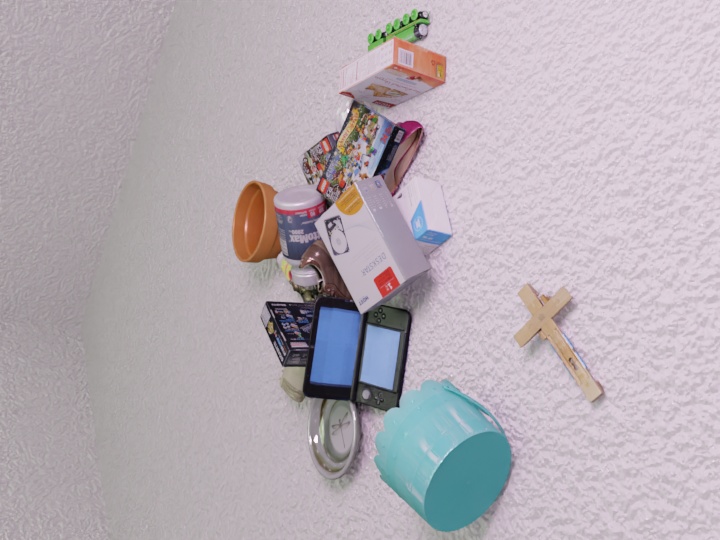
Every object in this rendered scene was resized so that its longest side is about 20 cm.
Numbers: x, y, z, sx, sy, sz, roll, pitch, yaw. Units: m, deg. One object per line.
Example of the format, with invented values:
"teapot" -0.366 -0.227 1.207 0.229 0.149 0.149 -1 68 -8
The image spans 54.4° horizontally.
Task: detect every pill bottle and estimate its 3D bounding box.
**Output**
"pill bottle" -0.123 -0.076 1.570 0.119 0.117 0.205 33 137 54

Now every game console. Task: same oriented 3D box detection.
"game console" -0.006 0.165 1.380 0.168 0.117 0.206 9 91 39

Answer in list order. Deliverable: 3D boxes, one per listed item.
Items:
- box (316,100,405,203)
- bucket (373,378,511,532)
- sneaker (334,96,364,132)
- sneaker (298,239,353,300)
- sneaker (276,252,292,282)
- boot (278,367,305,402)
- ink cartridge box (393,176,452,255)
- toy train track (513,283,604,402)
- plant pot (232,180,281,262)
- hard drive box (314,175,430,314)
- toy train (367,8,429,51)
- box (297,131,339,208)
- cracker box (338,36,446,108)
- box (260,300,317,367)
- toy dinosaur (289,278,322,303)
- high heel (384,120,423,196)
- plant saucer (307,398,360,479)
"box" -0.003 -0.222 1.424 0.136 0.037 0.204 38 111 38
"bucket" 0.133 0.295 1.110 0.134 0.203 0.212 36 113 50
"sneaker" -0.007 -0.291 1.562 0.098 0.076 0.206 19 109 49
"sneaker" -0.051 0.035 1.454 0.075 0.201 0.070 -44 12 -19
"sneaker" -0.133 -0.039 1.701 0.201 0.076 0.092 -51 52 46
"boot" -0.159 0.199 1.686 0.201 0.070 0.158 54 133 53
"ink cartridge box" 0.084 -0.076 1.372 0.199 0.065 0.119 -40 53 45
"toy train track" 0.300 0.105 1.043 0.115 0.032 0.203 -50 50 29
"plant pot" -0.227 -0.114 1.789 0.198 0.137 0.206 -18 68 53
"hard drive box" 0.020 -0.047 1.319 0.155 0.076 0.203 -39 76 46
"toy train" 0.078 -0.501 1.494 0.198 0.041 0.058 -2 91 56
"box" -0.057 -0.186 1.559 0.136 0.037 0.204 -24 90 53
"cracker box" 0.061 -0.392 1.412 0.198 0.131 0.060 -6 79 56
"box" -0.098 0.134 1.487 0.160 0.196 0.047 56 130 44
"toy dinosaur" -0.109 0.074 1.652 0.202 0.046 0.089 59 144 36
"high heel" 0.072 -0.205 1.419 0.204 0.066 0.096 -66 25 2
"plant saucer" -0.047 0.341 1.502 0.198 0.049 0.206 -18 69 55
